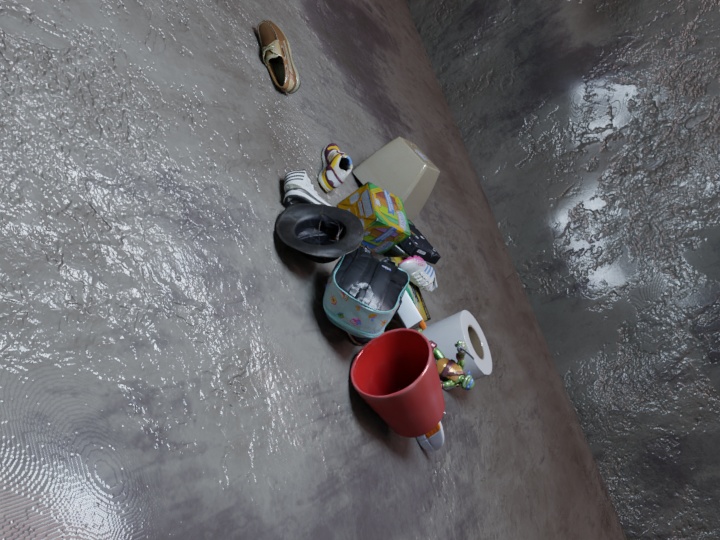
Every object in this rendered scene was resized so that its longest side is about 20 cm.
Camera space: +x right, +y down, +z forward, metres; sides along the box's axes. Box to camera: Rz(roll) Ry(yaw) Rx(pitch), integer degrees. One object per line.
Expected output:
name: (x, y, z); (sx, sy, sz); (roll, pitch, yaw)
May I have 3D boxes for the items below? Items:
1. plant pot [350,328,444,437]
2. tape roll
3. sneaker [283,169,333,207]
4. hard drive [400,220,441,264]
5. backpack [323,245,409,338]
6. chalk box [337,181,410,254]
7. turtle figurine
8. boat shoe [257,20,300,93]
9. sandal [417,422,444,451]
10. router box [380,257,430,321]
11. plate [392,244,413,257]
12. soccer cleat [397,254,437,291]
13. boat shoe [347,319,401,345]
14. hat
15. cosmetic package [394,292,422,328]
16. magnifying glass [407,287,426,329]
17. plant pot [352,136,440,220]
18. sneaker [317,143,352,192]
plant pot: (0.098, 0.264, 1.348); (0.202, 0.197, 0.179); (-80, 149, -52)
tape roll: (0.290, 0.239, 1.800); (0.203, 0.137, 0.205); (45, 32, -37)
sneaker: (-0.110, -0.180, 1.457); (0.199, 0.075, 0.117); (31, 42, -47)
hard drive: (0.146, -0.107, 1.817); (0.139, 0.038, 0.201); (19, 29, -48)
backpack: (0.002, 0.058, 1.340); (0.174, 0.155, 0.201); (30, 25, -2)
chalk box: (0.053, -0.135, 1.655); (0.198, 0.123, 0.127); (17, 51, -47)
turtle figurine: (0.202, 0.234, 1.534); (0.192, 0.146, 0.199); (29, 17, 25)
boat shoe: (-0.224, -0.574, 1.601); (0.074, 0.075, 0.203); (-22, 87, -62)
sandal: (0.157, 0.345, 1.499); (0.059, 0.078, 0.210); (-17, 81, -59)
router box: (0.122, 0.063, 1.728); (0.157, 0.052, 0.203); (-3, 69, -65)
plate: (0.107, -0.097, 1.824); (0.199, 0.026, 0.201); (37, 21, -16)
soccer cleat: (0.174, 0.013, 1.726); (0.199, 0.069, 0.088); (16, 47, -60)
boat shoe: (0.033, 0.142, 1.463); (0.199, 0.062, 0.073); (16, 54, -57)
hat: (-0.093, -0.069, 1.342); (0.203, 0.196, 0.082); (-87, -174, -46)
cosmetic package: (0.098, 0.082, 1.544); (0.153, 0.051, 0.200); (62, -3, 9)
magnifying glass: (0.132, 0.078, 1.608); (0.202, 0.022, 0.080); (64, -5, -28)
plant pot: (0.128, -0.296, 1.860); (0.201, 0.177, 0.199); (49, 20, 18)
sneaker: (-0.059, -0.296, 1.653); (0.075, 0.089, 0.202); (46, 31, -34)
